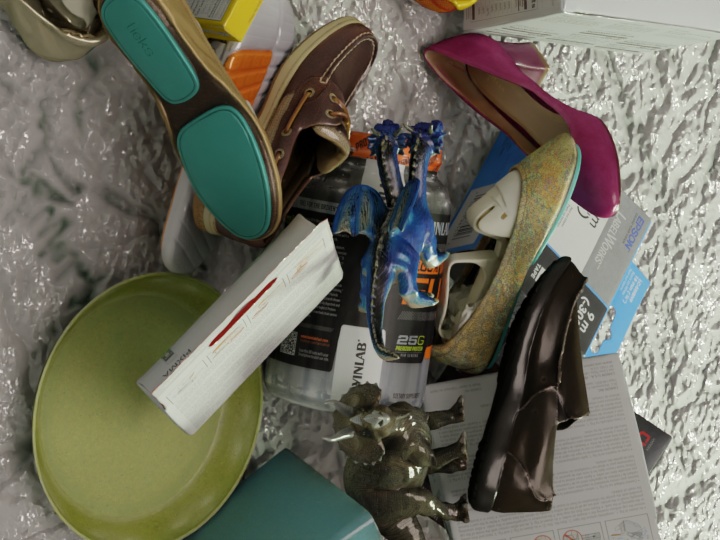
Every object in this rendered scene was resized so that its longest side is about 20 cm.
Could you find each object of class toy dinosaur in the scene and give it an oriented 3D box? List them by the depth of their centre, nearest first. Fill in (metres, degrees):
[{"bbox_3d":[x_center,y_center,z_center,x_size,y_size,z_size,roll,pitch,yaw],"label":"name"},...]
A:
[{"bbox_3d":[0.027,0.142,1.639,0.201,0.101,0.077,87,1,-47],"label":"toy dinosaur"}]

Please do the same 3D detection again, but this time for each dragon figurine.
[{"bbox_3d":[0.018,-0.026,1.549,0.200,0.058,0.100,-64,144,-51],"label":"dragon figurine"}]

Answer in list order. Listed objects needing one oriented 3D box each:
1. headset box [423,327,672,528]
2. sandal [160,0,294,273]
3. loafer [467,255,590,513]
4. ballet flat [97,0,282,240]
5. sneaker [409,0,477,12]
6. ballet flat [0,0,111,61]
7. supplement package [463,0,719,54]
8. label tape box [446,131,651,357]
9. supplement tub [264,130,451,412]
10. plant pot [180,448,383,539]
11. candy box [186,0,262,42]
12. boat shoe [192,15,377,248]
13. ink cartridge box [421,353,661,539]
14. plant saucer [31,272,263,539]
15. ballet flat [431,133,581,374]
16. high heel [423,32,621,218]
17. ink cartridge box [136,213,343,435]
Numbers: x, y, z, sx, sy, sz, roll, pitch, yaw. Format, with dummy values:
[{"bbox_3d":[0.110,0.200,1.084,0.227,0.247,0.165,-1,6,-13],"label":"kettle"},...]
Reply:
[{"bbox_3d":[0.136,0.153,1.782,0.149,0.199,0.075,-53,172,-19],"label":"headset box"},{"bbox_3d":[-0.112,-0.103,1.601,0.079,0.059,0.208,17,96,-64],"label":"sandal"},{"bbox_3d":[0.136,0.089,1.685,0.071,0.073,0.202,18,79,-2],"label":"loafer"},{"bbox_3d":[-0.102,-0.117,1.523,0.201,0.068,0.063,61,28,-16],"label":"ballet flat"},{"bbox_3d":[0.057,-0.293,1.705,0.073,0.077,0.202,-28,114,-32],"label":"sneaker"},{"bbox_3d":[-0.226,-0.216,1.479,0.070,0.069,0.200,-53,127,-20],"label":"ballet flat"},{"bbox_3d":[0.187,-0.261,1.783,0.199,0.110,0.157,2,86,-42],"label":"supplement package"},{"bbox_3d":[0.167,-0.005,1.821,0.200,0.063,0.145,43,59,-24],"label":"label tape box"},{"bbox_3d":[0.000,0.000,1.680,0.122,0.122,0.202,4,96,-41],"label":"supplement tub"},{"bbox_3d":[-0.080,0.259,1.648,0.199,0.141,0.142,-33,119,-17],"label":"plant pot"},{"bbox_3d":[-0.075,-0.252,1.580,0.026,0.102,0.201,37,74,-39],"label":"candy box"},{"bbox_3d":[-0.036,-0.094,1.601,0.200,0.072,0.072,-52,151,-29],"label":"boat shoe"},{"bbox_3d":[0.138,0.172,1.713,0.161,0.050,0.202,-9,74,-8],"label":"ink cartridge box"},{"bbox_3d":[-0.156,0.099,1.624,0.199,0.031,0.202,-10,105,-39],"label":"plant saucer"},{"bbox_3d":[0.099,-0.014,1.691,0.070,0.071,0.201,2,120,-41],"label":"ballet flat"},{"bbox_3d":[0.122,-0.107,1.731,0.095,0.200,0.068,-3,129,-28],"label":"high heel"},{"bbox_3d":[-0.084,0.027,1.519,0.161,0.050,0.200,-46,169,-6],"label":"ink cartridge box"}]
